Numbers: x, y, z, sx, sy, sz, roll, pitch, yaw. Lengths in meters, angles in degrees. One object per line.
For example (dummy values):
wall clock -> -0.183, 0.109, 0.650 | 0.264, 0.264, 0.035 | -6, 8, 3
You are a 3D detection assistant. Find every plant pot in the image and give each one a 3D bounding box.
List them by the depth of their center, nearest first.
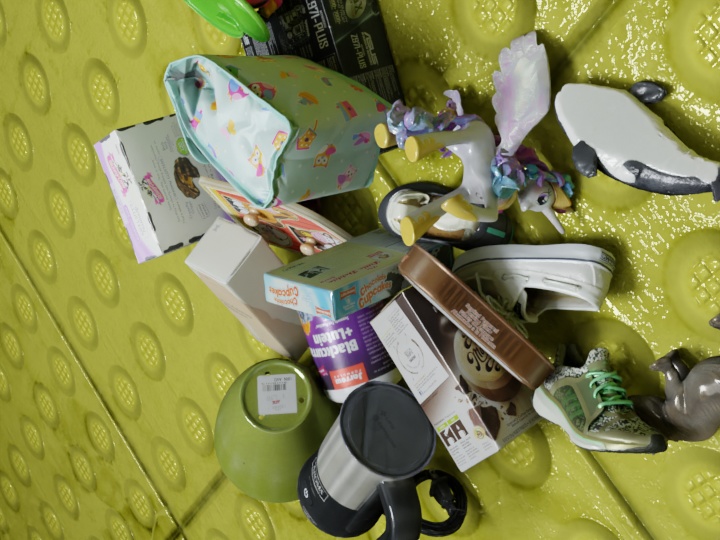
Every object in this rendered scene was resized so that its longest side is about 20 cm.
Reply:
plant pot -> -0.109, 0.191, 1.332 | 0.188, 0.186, 0.201 | 51, 164, 17

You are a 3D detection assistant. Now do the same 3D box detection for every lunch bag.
lunch bag -> -0.093, -0.166, 1.078 | 0.199, 0.169, 0.123 | 38, 125, 28

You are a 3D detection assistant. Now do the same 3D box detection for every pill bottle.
pill bottle -> -0.008, 0.098, 1.288 | 0.111, 0.111, 0.203 | -11, 100, 49

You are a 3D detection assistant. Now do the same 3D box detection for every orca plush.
orca plush -> 0.269, -0.112, 0.941 | 0.198, 0.071, 0.106 | 19, 77, 34

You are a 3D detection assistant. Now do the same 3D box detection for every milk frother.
milk frother -> 0.051, 0.236, 1.208 | 0.182, 0.198, 0.189 | 54, 146, 18

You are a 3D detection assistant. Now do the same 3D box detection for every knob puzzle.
knob puzzle -> -0.090, -0.046, 1.280 | 0.216, 0.031, 0.220 | 21, 165, 6

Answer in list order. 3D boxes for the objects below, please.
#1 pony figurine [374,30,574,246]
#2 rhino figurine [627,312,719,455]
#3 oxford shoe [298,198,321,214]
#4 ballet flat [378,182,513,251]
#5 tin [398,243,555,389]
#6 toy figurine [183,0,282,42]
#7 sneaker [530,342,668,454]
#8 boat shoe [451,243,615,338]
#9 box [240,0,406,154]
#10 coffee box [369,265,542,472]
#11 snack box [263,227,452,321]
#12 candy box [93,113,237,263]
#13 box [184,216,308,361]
pony figurine -> 0.117, -0.122, 1.014 | 0.166, 0.197, 0.196 | -37, 64, 56
rhino figurine -> 0.319, 0.118, 0.977 | 0.088, 0.059, 0.200 | 56, 141, 16
oxford shoe -> -0.094, -0.163, 1.302 | 0.069, 0.075, 0.202 | -8, 121, 28
ballet flat -> 0.080, -0.063, 1.145 | 0.198, 0.072, 0.074 | 16, 120, 42
tin -> 0.120, 0.050, 1.070 | 0.199, 0.112, 0.042 | 42, 94, 0
toy figurine -> -0.114, -0.372, 1.135 | 0.199, 0.185, 0.150 | 35, 171, 35
sneaker -> 0.239, 0.126, 1.028 | 0.200, 0.076, 0.090 | -151, 65, -65
boat shoe -> 0.171, 0.026, 1.066 | 0.200, 0.074, 0.087 | -1, 64, 43
box -> -0.043, -0.224, 1.193 | 0.162, 0.085, 0.203 | -9, 101, 49
coffee box -> 0.116, 0.107, 1.155 | 0.202, 0.112, 0.080 | 57, 139, 10
snack box -> 0.000, 0.000, 1.163 | 0.115, 0.198, 0.038 | 12, 116, 44
candy box -> -0.233, -0.123, 1.363 | 0.071, 0.198, 0.170 | -15, 96, 49
box -> -0.135, 0.027, 1.343 | 0.094, 0.078, 0.201 | 24, 160, 40
